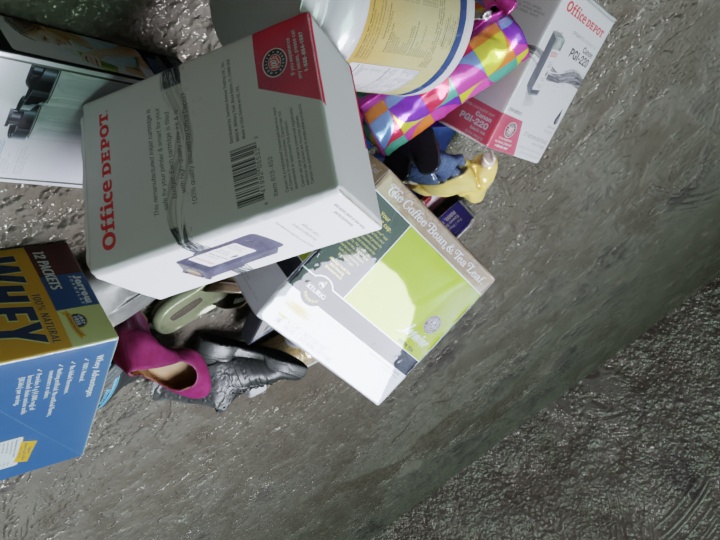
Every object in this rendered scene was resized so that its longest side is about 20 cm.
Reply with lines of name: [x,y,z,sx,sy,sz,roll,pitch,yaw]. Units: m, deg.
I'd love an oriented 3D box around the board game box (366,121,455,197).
board game box: [0.013,-0.132,0.926,0.200,0.045,0.135,-13,143,-40]

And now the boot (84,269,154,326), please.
boot: [-0.209,-0.033,0.796,0.200,0.073,0.182,-25,149,-13]

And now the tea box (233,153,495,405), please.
tea box: [0.000,0.000,0.821,0.197,0.134,0.200,-46,125,3]

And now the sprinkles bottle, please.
sprinkles bottle: [-0.097,0.119,1.147,0.200,0.068,0.068,-26,150,-24]

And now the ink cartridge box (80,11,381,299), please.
ink cartridge box: [-0.100,-0.078,0.561,0.200,0.145,0.084,-17,159,18]

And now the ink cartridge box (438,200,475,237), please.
ink cartridge box: [0.085,-0.023,1.099,0.200,0.041,0.200,-44,179,9]

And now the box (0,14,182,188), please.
box: [-0.239,-0.129,0.613,0.200,0.060,0.117,1,133,-50]

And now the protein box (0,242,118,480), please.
protein box: [-0.369,0.100,0.719,0.200,0.135,0.199,-11,142,-41]

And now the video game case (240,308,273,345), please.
video game case: [-0.065,0.013,1.000,0.181,0.026,0.200,-31,167,-30]

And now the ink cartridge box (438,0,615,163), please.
ink cartridge box: [0.201,-0.242,0.902,0.146,0.085,0.200,2,118,-52]

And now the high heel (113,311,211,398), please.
high heel: [-0.236,0.130,0.907,0.067,0.096,0.200,-29,138,7]

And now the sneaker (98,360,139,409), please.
sneaker: [-0.353,0.164,0.902,0.200,0.073,0.082,-36,152,-5]

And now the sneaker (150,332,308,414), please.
sneaker: [-0.179,0.151,1.044,0.199,0.060,0.104,18,96,-25]

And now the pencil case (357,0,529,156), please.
pencil case: [0.081,-0.208,0.793,0.200,0.088,0.088,-36,153,8]

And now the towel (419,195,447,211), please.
towel: [0.050,-0.047,1.013,0.200,0.023,0.144,-41,173,-45]

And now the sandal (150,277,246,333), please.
sandal: [-0.165,0.024,0.933,0.201,0.057,0.080,-37,151,-1]

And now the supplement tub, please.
supplement tub: [-0.013,-0.229,0.644,0.200,0.144,0.145,-7,139,-45]

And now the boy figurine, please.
boy figurine: [0.115,-0.124,0.923,0.124,0.065,0.200,-12,171,34]
